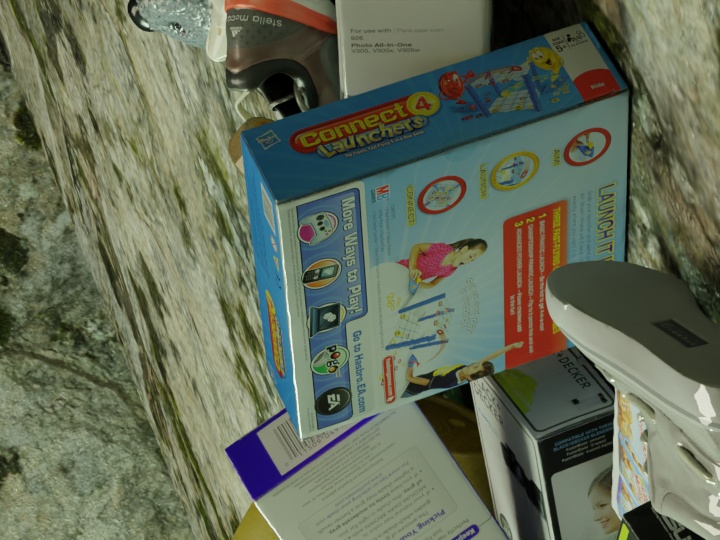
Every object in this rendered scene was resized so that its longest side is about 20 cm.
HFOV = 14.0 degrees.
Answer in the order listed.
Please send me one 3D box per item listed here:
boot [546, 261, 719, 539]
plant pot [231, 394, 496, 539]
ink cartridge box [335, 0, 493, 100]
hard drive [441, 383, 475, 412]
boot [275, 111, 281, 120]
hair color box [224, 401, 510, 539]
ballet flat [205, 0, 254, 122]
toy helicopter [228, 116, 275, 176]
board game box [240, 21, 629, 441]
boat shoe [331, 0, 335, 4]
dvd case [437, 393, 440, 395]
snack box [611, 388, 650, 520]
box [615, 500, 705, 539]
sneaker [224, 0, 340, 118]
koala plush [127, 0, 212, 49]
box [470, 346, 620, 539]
[{"bbox_3d":[0.148,0.068,1.455,0.200,0.073,0.096,-135,40,-62],"label":"boot"},{"bbox_3d":[0.023,0.158,1.888,0.200,0.199,0.143,-130,53,-60],"label":"plant pot"},{"bbox_3d":[0.031,-0.135,1.599,0.200,0.084,0.146,87,-176,-53],"label":"ink cartridge box"},{"bbox_3d":[0.059,0.041,1.969,0.140,0.038,0.201,-129,24,-60],"label":"hard drive"},{"bbox_3d":[-0.005,-0.106,1.957,0.096,0.074,0.200,42,175,21],"label":"boot"},{"bbox_3d":[0.019,0.152,1.714,0.200,0.109,0.065,56,179,-34],"label":"hair color box"},{"bbox_3d":[-0.057,-0.132,1.831,0.201,0.072,0.072,62,171,-14],"label":"ballet flat"},{"bbox_3d":[0.007,-0.018,1.697,0.079,0.200,0.132,-49,12,33],"label":"toy helicopter"},{"bbox_3d":[0.043,-0.019,1.562,0.200,0.195,0.056,86,161,-50],"label":"board game box"},{"bbox_3d":[-0.015,-0.178,1.797,0.200,0.075,0.061,63,-134,-79],"label":"boat shoe"},{"bbox_3d":[0.008,0.036,2.054,0.200,0.022,0.147,130,122,-76],"label":"dvd case"},{"bbox_3d":[0.164,0.094,1.600,0.200,0.024,0.072,86,159,-50],"label":"snack box"},{"bbox_3d":[0.196,0.239,1.581,0.194,0.047,0.200,60,164,25],"label":"box"},{"bbox_3d":[-0.020,-0.110,1.759,0.077,0.200,0.082,4,78,42],"label":"sneaker"},{"bbox_3d":[-0.126,-0.242,2.169,0.200,0.183,0.177,53,-175,-24],"label":"koala plush"},{"bbox_3d":[0.124,0.144,1.772,0.117,0.060,0.201,-126,21,-55],"label":"box"}]
